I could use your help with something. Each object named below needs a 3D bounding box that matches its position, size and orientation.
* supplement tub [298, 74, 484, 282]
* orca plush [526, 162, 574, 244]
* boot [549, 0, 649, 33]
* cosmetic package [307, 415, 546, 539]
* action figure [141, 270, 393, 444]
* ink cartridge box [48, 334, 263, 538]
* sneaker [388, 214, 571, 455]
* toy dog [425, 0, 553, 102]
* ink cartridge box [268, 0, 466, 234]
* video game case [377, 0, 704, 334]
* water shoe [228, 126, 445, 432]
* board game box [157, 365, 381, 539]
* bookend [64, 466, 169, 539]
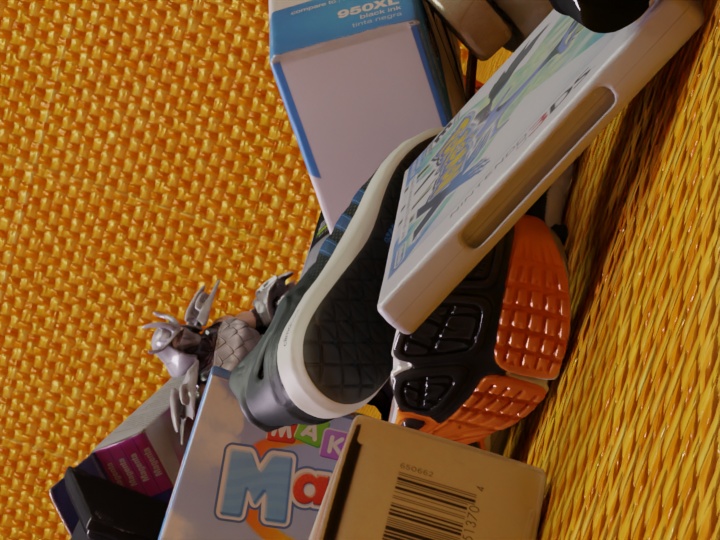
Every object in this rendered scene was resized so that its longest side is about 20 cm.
[{"bbox_3d":[0.035,-0.026,1.695,0.123,0.122,0.200,109,177,-47],"label":"supplement tub"},{"bbox_3d":[0.063,-0.009,1.373,0.105,0.071,0.201,110,177,-63],"label":"orca plush"},{"bbox_3d":[0.077,-0.215,1.063,0.076,0.168,0.201,-3,-55,-50],"label":"boot"},{"bbox_3d":[0.005,0.165,1.136,0.200,0.087,0.104,109,177,-48],"label":"cosmetic package"},{"bbox_3d":[-0.035,0.066,1.568,0.069,0.199,0.131,129,158,-52],"label":"action figure"},{"bbox_3d":[-0.073,0.160,1.593,0.043,0.197,0.200,-18,16,36],"label":"ink cartridge box"},{"bbox_3d":[0.047,0.042,1.239,0.092,0.075,0.200,-78,6,-51],"label":"sneaker"},{"bbox_3d":[0.096,-0.141,1.452,0.132,0.096,0.200,-37,5,20],"label":"toy dog"},{"bbox_3d":[0.006,-0.117,1.473,0.200,0.084,0.145,-95,-12,-55],"label":"ink cartridge box"},{"bbox_3d":[0.078,-0.073,1.178,0.182,0.022,0.200,-47,9,17],"label":"video game case"},{"bbox_3d":[0.000,0.000,1.312,0.079,0.072,0.200,-24,19,43],"label":"water shoe"},{"bbox_3d":[-0.033,0.166,1.346,0.037,0.151,0.201,-101,29,-86],"label":"board game box"},{"bbox_3d":[-0.104,0.241,1.477,0.199,0.199,0.092,-65,18,6],"label":"bookend"}]
